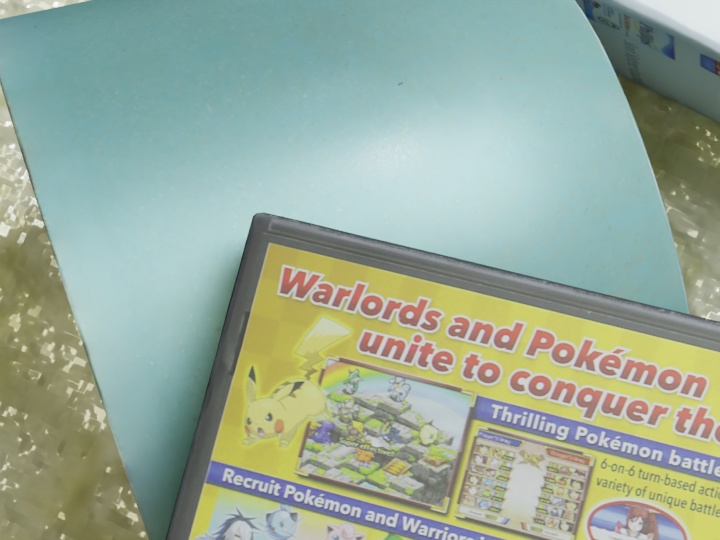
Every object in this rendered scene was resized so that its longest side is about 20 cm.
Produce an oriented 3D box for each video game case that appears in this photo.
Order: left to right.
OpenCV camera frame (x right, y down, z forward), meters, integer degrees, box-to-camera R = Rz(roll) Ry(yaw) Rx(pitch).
[{"bbox_3d":[0.046,0.096,0.643,0.200,0.025,0.181,14,86,15],"label":"video game case"}]

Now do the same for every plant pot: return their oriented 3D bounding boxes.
[{"bbox_3d":[0.000,0.000,0.784,0.161,0.201,0.201,-19,77,-5],"label":"plant pot"}]

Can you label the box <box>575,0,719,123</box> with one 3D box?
[{"bbox_3d":[0.174,-0.121,0.824,0.200,0.105,0.184,27,84,11],"label":"box"}]
